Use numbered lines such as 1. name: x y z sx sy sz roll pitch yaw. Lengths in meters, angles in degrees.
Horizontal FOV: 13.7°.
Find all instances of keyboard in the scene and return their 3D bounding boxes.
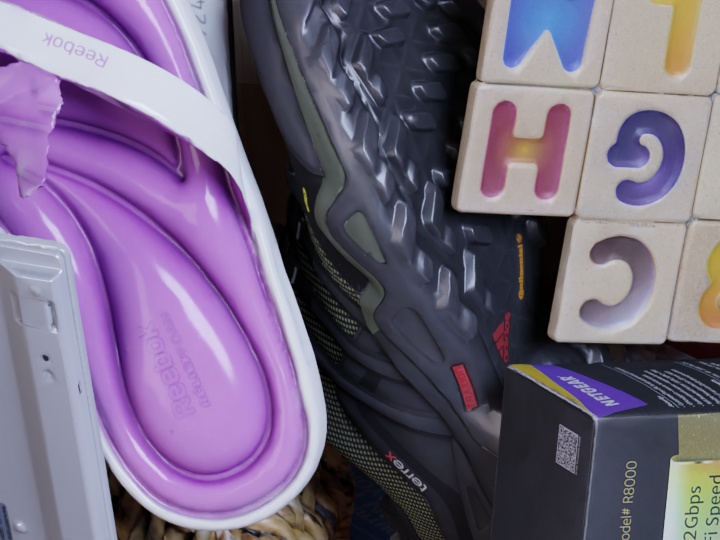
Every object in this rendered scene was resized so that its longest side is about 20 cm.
1. keyboard: -0.089 0.068 0.782 0.056 0.011 0.200 13 132 22

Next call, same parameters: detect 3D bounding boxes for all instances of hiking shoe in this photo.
1. hiking shoe: 0.000 0.000 0.792 0.100 0.076 0.200 -7 115 39

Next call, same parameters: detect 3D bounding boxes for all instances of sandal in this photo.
1. sandal: -0.067 -0.026 0.739 0.082 0.050 0.203 -31 99 5

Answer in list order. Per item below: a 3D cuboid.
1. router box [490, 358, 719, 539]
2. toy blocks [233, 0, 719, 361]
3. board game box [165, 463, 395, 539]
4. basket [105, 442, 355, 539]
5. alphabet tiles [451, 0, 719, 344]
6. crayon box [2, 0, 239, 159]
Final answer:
1. router box: 0.109 0.123 0.781 0.052 0.157 0.201 -149 60 -63
2. toy blocks: 0.038 -0.017 0.861 0.200 0.100 0.137 6 113 35
3. board game box: -0.017 0.162 0.953 0.153 0.040 0.200 28 113 30
4. basket: -0.083 0.104 0.927 0.142 0.149 0.200 26 117 -5
5. alphabet tiles: 0.109 -0.076 0.754 0.006 0.166 0.201 -140 56 -60
6. crayon box: -0.131 -0.024 0.789 0.199 0.052 0.126 -3 98 -3
